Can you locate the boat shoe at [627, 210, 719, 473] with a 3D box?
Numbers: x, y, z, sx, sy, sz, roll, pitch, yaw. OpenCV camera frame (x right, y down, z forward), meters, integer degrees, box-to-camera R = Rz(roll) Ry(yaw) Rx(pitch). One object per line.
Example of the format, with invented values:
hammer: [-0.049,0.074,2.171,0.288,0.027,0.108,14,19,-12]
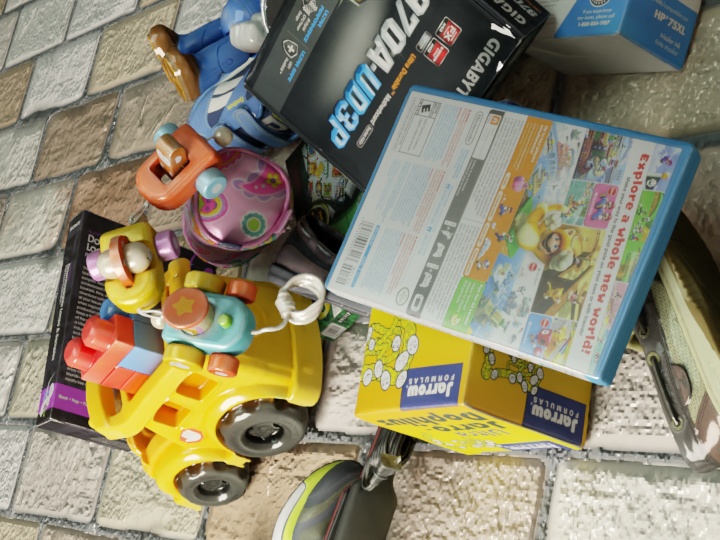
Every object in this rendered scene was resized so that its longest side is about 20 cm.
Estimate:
boat shoe: [0.176,0.024,0.804,0.066,0.072,0.201,-40,47,25]

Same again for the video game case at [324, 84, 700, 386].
video game case: [0.084,-0.027,0.825,0.199,0.018,0.144,18,80,37]

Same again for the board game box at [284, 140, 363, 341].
board game box: [-0.014,-0.050,1.150,0.105,0.023,0.201,-42,42,32]

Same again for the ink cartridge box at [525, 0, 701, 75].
ink cartridge box: [0.183,-0.238,0.943,0.116,0.067,0.201,10,80,56]

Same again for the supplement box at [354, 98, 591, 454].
supplement box: [0.083,0.009,0.907,0.109,0.109,0.201,-13,62,50]

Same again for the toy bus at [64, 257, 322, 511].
toy bus: [-0.153,0.088,1.113,0.200,0.191,0.136,-47,40,36]

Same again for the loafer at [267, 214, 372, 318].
loafer: [0.000,0.000,1.031,0.200,0.072,0.063,16,89,52]

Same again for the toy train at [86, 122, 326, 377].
toy train: [-0.123,-0.020,1.013,0.150,0.056,0.200,-40,64,-1]

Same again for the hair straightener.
hair straightener: [0.023,0.134,0.944,0.200,0.041,0.077,-62,7,-25]

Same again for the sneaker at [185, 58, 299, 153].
sneaker: [-0.095,-0.144,1.271,0.200,0.074,0.082,-47,41,30]

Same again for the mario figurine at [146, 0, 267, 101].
mario figurine: [-0.085,-0.232,1.177,0.200,0.106,0.124,-30,74,-9]

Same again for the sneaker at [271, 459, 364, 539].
sneaker: [-0.022,0.233,0.978,0.081,0.074,0.201,7,76,35]

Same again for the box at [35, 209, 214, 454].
box: [-0.206,0.060,1.246,0.036,0.143,0.201,-24,53,47]

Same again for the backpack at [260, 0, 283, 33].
backpack: [0.024,-0.233,1.070,0.200,0.177,0.151,-54,13,27]

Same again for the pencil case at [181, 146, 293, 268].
pencil case: [-0.104,-0.048,1.160,0.200,0.087,0.088,158,130,-79]

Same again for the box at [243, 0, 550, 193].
box: [0.018,-0.154,0.980,0.046,0.159,0.200,-43,-8,-43]
